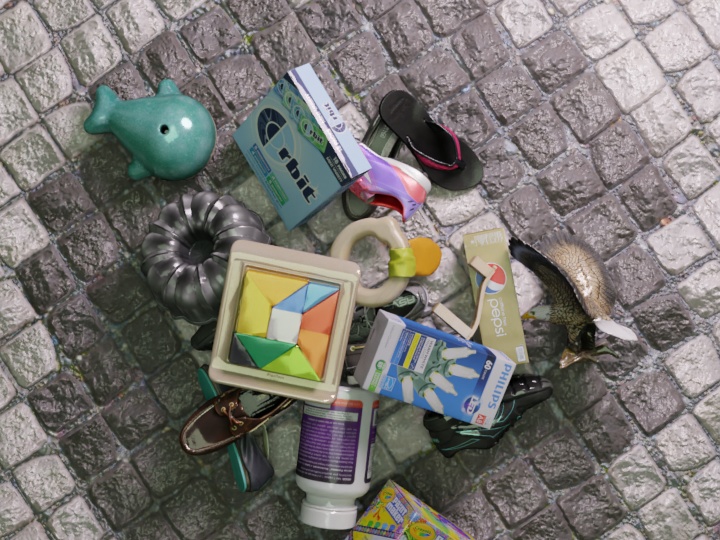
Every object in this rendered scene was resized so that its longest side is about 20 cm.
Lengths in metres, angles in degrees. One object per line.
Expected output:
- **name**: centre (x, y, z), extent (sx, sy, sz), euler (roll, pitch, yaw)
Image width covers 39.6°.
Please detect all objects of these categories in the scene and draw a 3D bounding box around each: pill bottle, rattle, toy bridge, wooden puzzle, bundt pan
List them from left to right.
- **bundt pan**: centre (-0.233, -0.027, 1.449), extent (0.200, 0.076, 0.204), euler (-5, 70, 13)
- **wooden puzzle**: centre (-0.106, 0.072, 1.379), extent (0.183, 0.037, 0.202), euler (11, 92, 0)
- **pill bottle**: centre (-0.036, 0.266, 1.452), extent (0.110, 0.111, 0.202), euler (7, 88, 1)
- **rattle**: centre (0.000, 0.000, 1.460), extent (0.199, 0.143, 0.131), euler (-33, 95, 24)
- **toy bridge**: centre (0.131, 0.072, 1.425), extent (0.067, 0.027, 0.200), euler (39, 87, -3)

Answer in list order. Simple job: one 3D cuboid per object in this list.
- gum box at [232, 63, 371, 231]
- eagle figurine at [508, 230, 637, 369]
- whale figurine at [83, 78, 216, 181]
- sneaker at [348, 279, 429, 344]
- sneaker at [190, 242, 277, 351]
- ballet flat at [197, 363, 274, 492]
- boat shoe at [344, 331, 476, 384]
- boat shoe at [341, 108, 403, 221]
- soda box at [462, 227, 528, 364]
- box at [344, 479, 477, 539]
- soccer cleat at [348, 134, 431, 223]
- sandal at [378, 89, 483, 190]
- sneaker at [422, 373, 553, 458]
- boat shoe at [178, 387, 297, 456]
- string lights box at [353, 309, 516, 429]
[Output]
- **gum box**: centre (-0.088, -0.171, 1.430), extent (0.044, 0.200, 0.171), euler (-29, 87, -35)
- **eagle figurine**: centre (0.297, 0.036, 1.433), extent (0.150, 0.152, 0.202), euler (-9, 88, -7)
- **whale figurine**: centre (-0.313, -0.211, 1.474), extent (0.199, 0.104, 0.160), euler (22, 89, 1)
- **sneaker**: centre (0.006, 0.061, 1.472), extent (0.199, 0.082, 0.075), euler (-24, 88, 0)
- **sneaker**: centre (-0.180, 0.040, 1.489), extent (0.200, 0.076, 0.091), euler (-41, 78, -8)
- **ballet flat**: centre (-0.179, 0.227, 1.483), extent (0.073, 0.073, 0.201), euler (-22, 82, 0)
- **boat shoe**: centre (0.072, 0.113, 1.468), extent (0.200, 0.072, 0.061), euler (-15, 89, -10)
- **boat shoe**: centre (0.022, -0.170, 1.492), extent (0.066, 0.057, 0.201), euler (23, 88, 1)
- **soda box**: centre (0.200, 0.041, 1.476), extent (0.063, 0.068, 0.202), euler (-10, 88, 8)
- **box**: centre (0.075, 0.442, 1.409), extent (0.200, 0.122, 0.193), euler (38, 89, -20)
- **soccer cleat**: centre (0.001, -0.139, 1.434), extent (0.199, 0.068, 0.074), euler (26, 72, 10)
- **sandal**: centre (0.107, -0.185, 1.468), extent (0.200, 0.045, 0.075), euler (40, 86, -23)
- **sneaker**: centre (0.194, 0.214, 1.480), extent (0.199, 0.075, 0.080), euler (-20, 102, 6)
- **boat shoe**: centre (-0.168, 0.196, 1.418), extent (0.199, 0.070, 0.071), euler (-32, 88, -13)
- **string lights box**: centre (0.102, 0.137, 1.380), extent (0.199, 0.059, 0.104), euler (19, 97, -16)
